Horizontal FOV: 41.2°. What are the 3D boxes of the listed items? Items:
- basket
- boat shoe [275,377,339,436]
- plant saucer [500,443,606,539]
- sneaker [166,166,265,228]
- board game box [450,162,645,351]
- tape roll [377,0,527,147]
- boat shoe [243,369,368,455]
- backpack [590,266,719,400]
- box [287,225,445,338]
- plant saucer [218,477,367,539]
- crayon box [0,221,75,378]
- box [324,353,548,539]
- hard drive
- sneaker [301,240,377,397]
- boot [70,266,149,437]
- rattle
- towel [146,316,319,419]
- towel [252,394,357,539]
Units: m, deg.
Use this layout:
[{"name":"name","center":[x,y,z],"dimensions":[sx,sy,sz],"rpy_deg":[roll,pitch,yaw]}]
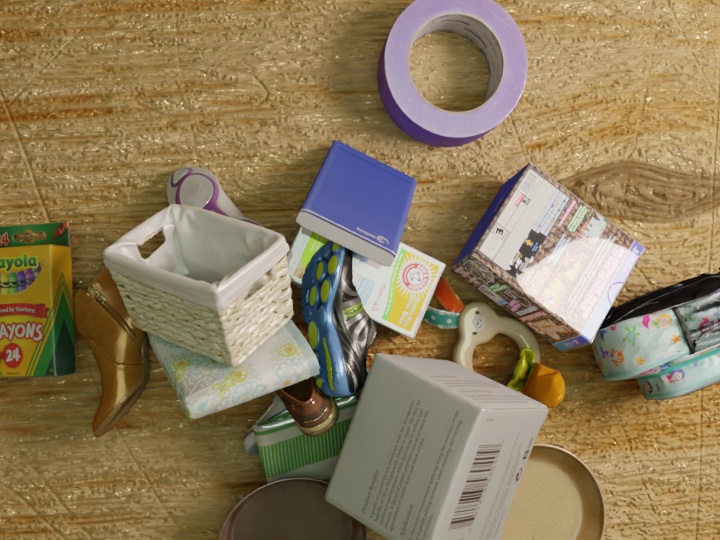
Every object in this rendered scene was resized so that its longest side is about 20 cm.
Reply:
[{"name":"basket","center":[-0.192,0.017,1.172],"dimensions":[0.135,0.199,0.124],"rpy_deg":[-41,135,-40]},{"name":"boat shoe","center":[-0.094,0.124,1.244],"dimensions":[0.072,0.068,0.200],"rpy_deg":[-33,47,-6]},{"name":"plant saucer","center":[0.242,0.341,1.338],"dimensions":[0.198,0.035,0.203],"rpy_deg":[0,88,-5]},{"name":"sneaker","center":[-0.191,-0.057,1.288],"dimensions":[0.075,0.100,0.200],"rpy_deg":[-38,68,-17]},{"name":"board game box","center":[0.253,-0.016,1.305],"dimensions":[0.199,0.097,0.160],"rpy_deg":[36,74,-3]},{"name":"tape roll","center":[0.124,-0.276,1.322],"dimensions":[0.198,0.085,0.202],"rpy_deg":[0,87,-6]},{"name":"boat shoe","center":[-0.081,0.173,1.302],"dimensions":[0.199,0.074,0.066],"rpy_deg":[-35,61,0]},{"name":"backpack","center":[0.412,0.094,1.294],"dimensions":[0.198,0.178,0.152],"rpy_deg":[-15,85,-2]},{"name":"box","center":[0.000,0.000,1.291],"dimensions":[0.199,0.101,0.113],"rpy_deg":[26,87,-4]},{"name":"plant saucer","center":[-0.091,0.357,1.279],"dimensions":[0.198,0.032,0.202],"rpy_deg":[-4,111,-10]},{"name":"crayon box","center":[-0.443,0.038,1.253],"dimensions":[0.126,0.051,0.202],"rpy_deg":[-4,88,16]},{"name":"box","center":[0.098,0.229,1.207],"dimensions":[0.170,0.199,0.201],"rpy_deg":[23,96,34]},{"name":"hard drive","center":[0.000,-0.093,1.258],"dimensions":[0.131,0.201,0.025],"rpy_deg":[26,124,-5]},{"name":"sneaker","center":[-0.024,0.058,1.210],"dimensions":[0.082,0.070,0.202],"rpy_deg":[4,77,-43]},{"name":"boot","center":[-0.341,0.103,1.277],"dimensions":[0.143,0.071,0.202],"rpy_deg":[33,80,1]},{"name":"rattle","center":[0.170,0.101,1.291],"dimensions":[0.130,0.143,0.201],"rpy_deg":[-33,98,11]},{"name":"towel","center":[-0.164,0.098,1.199],"dimensions":[0.170,0.200,0.049],"rpy_deg":[-21,125,-18]},{"name":"towel","center":[-0.050,0.269,1.283],"dimensions":[0.151,0.023,0.202],"rpy_deg":[-18,114,-6]}]
